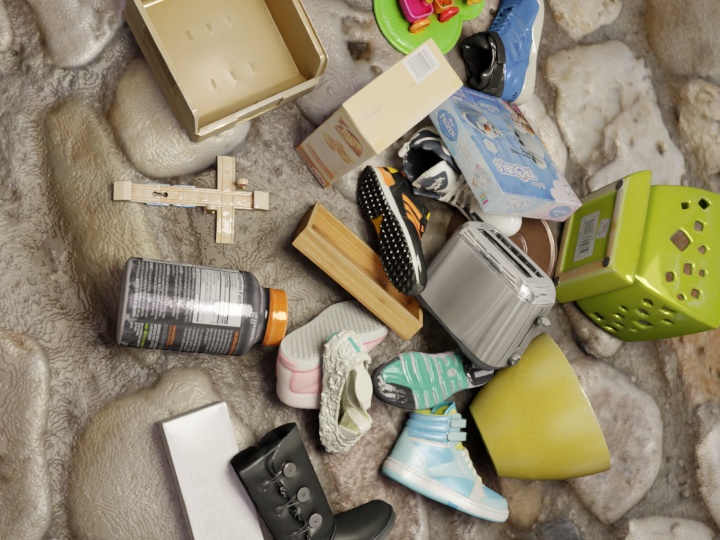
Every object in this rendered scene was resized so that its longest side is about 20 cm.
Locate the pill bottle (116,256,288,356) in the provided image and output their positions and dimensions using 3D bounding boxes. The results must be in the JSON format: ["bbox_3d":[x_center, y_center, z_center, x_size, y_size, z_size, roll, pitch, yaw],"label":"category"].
[{"bbox_3d":[-0.190,0.048,0.910,0.197,0.106,0.108,8,81,-21],"label":"pill bottle"}]

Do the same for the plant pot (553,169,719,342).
[{"bbox_3d":[0.404,-0.023,1.101,0.179,0.199,0.203,21,73,-16],"label":"plant pot"}]

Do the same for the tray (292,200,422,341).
[{"bbox_3d":[0.000,0.000,0.996,0.199,0.099,0.037,40,111,-12],"label":"tray"}]

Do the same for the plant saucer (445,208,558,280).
[{"bbox_3d":[0.222,-0.031,1.120,0.197,0.034,0.204,3,83,-22],"label":"plant saucer"}]

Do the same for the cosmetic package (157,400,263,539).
[{"bbox_3d":[-0.182,0.270,0.918,0.082,0.050,0.203,-15,90,-26],"label":"cosmetic package"}]

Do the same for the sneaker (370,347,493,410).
[{"bbox_3d":[0.084,0.147,1.000,0.198,0.087,0.076,-3,77,-34],"label":"sneaker"}]

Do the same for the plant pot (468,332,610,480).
[{"bbox_3d":[0.233,0.206,1.031,0.140,0.200,0.202,-23,93,2],"label":"plant pot"}]

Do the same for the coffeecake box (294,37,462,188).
[{"bbox_3d":[0.017,-0.197,0.968,0.153,0.200,0.073,-41,99,-20],"label":"coffeecake box"}]

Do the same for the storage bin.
[{"bbox_3d":[-0.173,-0.299,0.962,0.198,0.094,0.201,-29,95,-22],"label":"storage bin"}]

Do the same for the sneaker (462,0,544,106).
[{"bbox_3d":[0.210,-0.359,1.127,0.110,0.076,0.203,6,88,-30],"label":"sneaker"}]

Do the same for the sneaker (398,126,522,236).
[{"bbox_3d":[0.128,-0.113,1.020,0.200,0.079,0.129,52,35,7],"label":"sneaker"}]

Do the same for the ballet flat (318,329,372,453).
[{"bbox_3d":[-0.015,0.167,0.930,0.071,0.072,0.202,-17,128,-22],"label":"ballet flat"}]

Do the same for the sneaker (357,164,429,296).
[{"bbox_3d":[0.067,-0.060,1.015,0.089,0.070,0.202,-4,59,-30],"label":"sneaker"}]

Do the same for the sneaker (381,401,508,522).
[{"bbox_3d":[0.138,0.259,1.031,0.198,0.079,0.132,28,76,-17],"label":"sneaker"}]

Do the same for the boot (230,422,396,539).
[{"bbox_3d":[-0.054,0.279,0.941,0.164,0.065,0.202,-35,102,-36],"label":"boot"}]

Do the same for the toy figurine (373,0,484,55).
[{"bbox_3d":[0.140,-0.410,1.048,0.198,0.184,0.152,-25,93,-22],"label":"toy figurine"}]

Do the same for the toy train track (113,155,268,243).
[{"bbox_3d":[-0.213,-0.096,0.956,0.197,0.032,0.117,2,83,-20],"label":"toy train track"}]

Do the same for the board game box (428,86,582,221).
[{"bbox_3d":[0.196,-0.164,1.035,0.198,0.043,0.201,1,55,-45],"label":"board game box"}]

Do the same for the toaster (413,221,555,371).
[{"bbox_3d":[0.162,0.025,0.993,0.113,0.130,0.200,3,38,-51],"label":"toaster"}]

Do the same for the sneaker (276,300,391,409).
[{"bbox_3d":[-0.037,0.114,0.988,0.199,0.075,0.106,-24,136,-45],"label":"sneaker"}]
